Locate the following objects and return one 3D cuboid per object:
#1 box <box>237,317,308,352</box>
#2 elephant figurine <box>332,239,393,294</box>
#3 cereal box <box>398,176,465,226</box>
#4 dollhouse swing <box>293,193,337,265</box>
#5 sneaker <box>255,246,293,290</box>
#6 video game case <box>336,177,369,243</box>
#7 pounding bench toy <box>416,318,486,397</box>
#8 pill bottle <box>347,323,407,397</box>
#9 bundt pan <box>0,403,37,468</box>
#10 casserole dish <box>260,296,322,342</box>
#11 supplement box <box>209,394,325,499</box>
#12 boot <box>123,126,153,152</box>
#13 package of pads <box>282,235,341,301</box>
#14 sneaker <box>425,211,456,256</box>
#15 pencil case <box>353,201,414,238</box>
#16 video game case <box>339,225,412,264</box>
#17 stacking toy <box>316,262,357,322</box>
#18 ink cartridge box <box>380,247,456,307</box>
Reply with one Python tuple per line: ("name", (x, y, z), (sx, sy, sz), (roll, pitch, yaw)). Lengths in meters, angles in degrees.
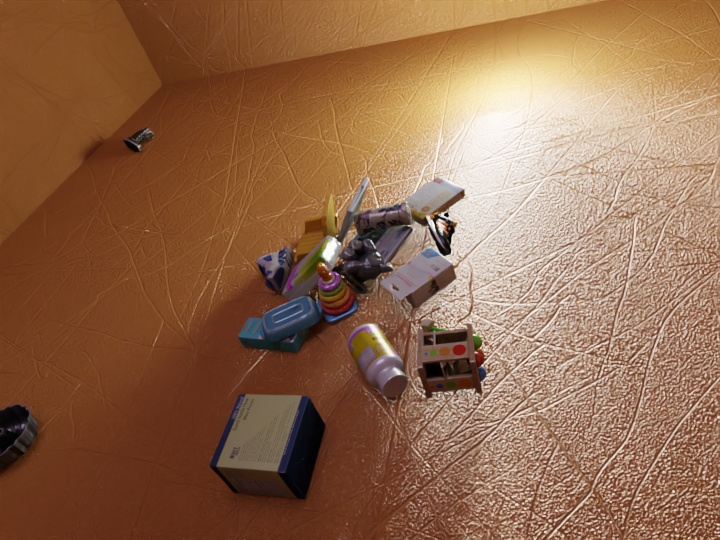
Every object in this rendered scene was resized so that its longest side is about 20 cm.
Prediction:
("box", (-0.265, 0.194, 1.699), (0.199, 0.049, 0.083), (1, 45, 25))
("elephant figurine", (0.000, 0.000, 1.755), (0.141, 0.200, 0.156), (-14, 62, -15))
("cereal box", (0.249, -0.246, 1.971), (0.200, 0.040, 0.144), (-35, 42, -16))
("dollhouse swing", (-0.163, -0.143, 1.928), (0.181, 0.176, 0.201), (-10, 42, 16))
("sneaker", (-0.304, 0.000, 1.919), (0.114, 0.081, 0.200), (-11, 34, 17))
("video game case", (-0.031, -0.194, 1.929), (0.022, 0.200, 0.183), (24, 50, 1))
("pounding bench toy", (0.231, 0.197, 1.419), (0.155, 0.125, 0.201), (-9, 41, 14))
("pill bottle", (0.047, 0.236, 1.471), (0.104, 0.105, 0.200), (-28, 41, -8))
("bundt pan", (-1.059, 0.504, 1.679), (0.201, 0.076, 0.203), (-12, 41, 11))
("casserole dish", (-0.211, 0.138, 1.669), (0.199, 0.039, 0.121), (-23, 39, -5))
("supplement box", (-0.218, 0.421, 1.357), (0.199, 0.135, 0.201), (-3, 43, 20))
("boot", (-1.232, -0.737, 3.150), (0.150, 0.073, 0.200), (-40, 38, -21))
("package of pads", (-0.150, -0.005, 1.772), (0.200, 0.068, 0.155), (-41, 16, 29))
("sneaker", (0.273, -0.129, 1.806), (0.090, 0.070, 0.201), (-22, 38, 4))
("pencil case", (0.079, -0.173, 1.894), (0.199, 0.090, 0.078), (-12, 50, 8))
("video game case", (0.054, -0.093, 1.901), (0.181, 0.023, 0.200), (15, 52, 35))
("stacking toy", (-0.089, 0.046, 1.666), (0.109, 0.201, 0.116), (-25, 44, -5))
("ink cartridge box", (0.172, 0.030, 1.675), (0.199, 0.068, 0.115), (-33, 41, -15))
